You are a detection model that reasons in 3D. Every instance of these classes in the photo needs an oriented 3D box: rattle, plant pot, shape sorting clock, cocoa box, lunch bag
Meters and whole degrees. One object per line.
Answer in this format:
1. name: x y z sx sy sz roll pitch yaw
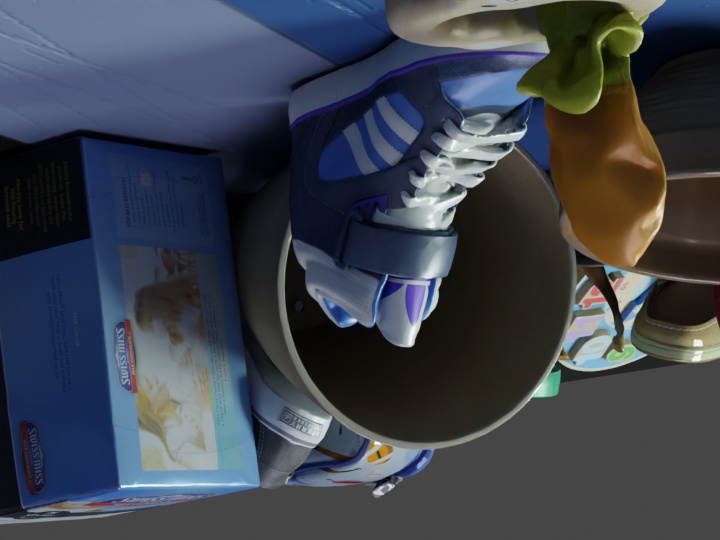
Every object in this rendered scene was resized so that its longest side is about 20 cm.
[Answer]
1. rattle: 0.060 -0.082 0.988 0.129 0.144 0.200 10 -178 15
2. plant pot: 0.000 0.000 1.401 0.186 0.189 0.200 -3 -175 -24
3. shape sorting clock: 0.226 0.008 1.749 0.199 0.039 0.201 -21 147 -15
4. cocoa box: -0.155 0.037 1.358 0.130 0.202 0.133 -14 169 33
5. lunch bag: -0.008 0.050 1.560 0.075 0.202 0.160 10 163 -37
6. plant pot: 0.210 -0.063 1.296 0.199 0.094 0.201 4 164 1

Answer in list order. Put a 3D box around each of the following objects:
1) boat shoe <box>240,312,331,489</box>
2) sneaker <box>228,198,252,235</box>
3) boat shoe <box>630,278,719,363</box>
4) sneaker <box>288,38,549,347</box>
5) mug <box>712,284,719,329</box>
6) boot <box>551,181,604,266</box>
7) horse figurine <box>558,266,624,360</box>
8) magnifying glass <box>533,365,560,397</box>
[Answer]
1. boat shoe: -0.068 0.078 1.454 0.070 0.067 0.200 26 -169 -24
2. sneaker: -0.135 -0.006 1.523 0.199 0.074 0.082 0 171 -33
3. boat shoe: 0.236 0.005 1.625 0.073 0.067 0.200 12 -156 18
4. sneaker: 0.038 -0.038 1.195 0.080 0.148 0.199 0 169 -41
5. mug: 0.310 -0.025 1.413 0.133 0.179 0.200 -13 166 -45
6. boot: 0.231 -0.047 1.566 0.150 0.074 0.199 2 162 -45
7. horse figurine: 0.106 -0.007 1.621 0.198 0.134 0.050 3 158 -1
8. magnifying glass: 0.079 0.063 1.634 0.079 0.023 0.200 3 -176 -15
